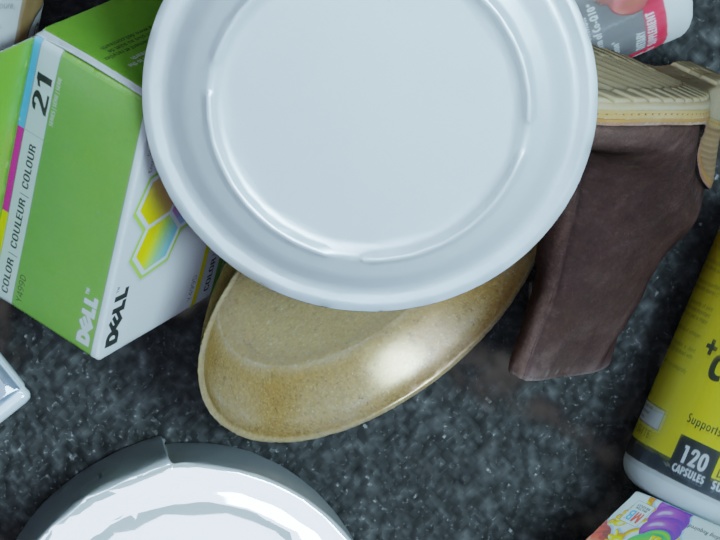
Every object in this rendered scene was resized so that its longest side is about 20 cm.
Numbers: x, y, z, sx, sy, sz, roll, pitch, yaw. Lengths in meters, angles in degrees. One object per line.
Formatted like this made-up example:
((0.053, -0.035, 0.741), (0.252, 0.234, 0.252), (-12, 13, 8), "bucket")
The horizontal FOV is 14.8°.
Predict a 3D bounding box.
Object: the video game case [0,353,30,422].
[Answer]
((-0.289, 0.052, 1.311), (0.200, 0.023, 0.182), (-39, 95, -6), "video game case")

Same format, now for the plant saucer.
((0.000, 0.000, 1.350), (0.200, 0.200, 0.035), (-38, 57, -2), "plant saucer")

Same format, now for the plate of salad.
((0.004, -0.078, 1.222), (0.200, 0.048, 0.201), (1, 111, 1), "plate of salad")

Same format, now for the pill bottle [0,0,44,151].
((-0.197, -0.161, 1.276), (0.114, 0.114, 0.200), (10, 105, -9), "pill bottle")

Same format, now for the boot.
((0.112, -0.020, 1.330), (0.072, 0.200, 0.167), (28, 104, 23), "boot")

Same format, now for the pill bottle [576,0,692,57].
((0.051, -0.129, 1.353), (0.200, 0.111, 0.111), (-23, 99, -4), "pill bottle")

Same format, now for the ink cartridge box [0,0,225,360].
((-0.135, -0.031, 1.273), (0.076, 0.200, 0.148), (30, 125, 21), "ink cartridge box")

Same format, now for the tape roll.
((-0.087, 0.188, 1.393), (0.202, 0.071, 0.203), (-1, 97, -7), "tape roll")

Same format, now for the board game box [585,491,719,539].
((0.173, 0.225, 1.371), (0.103, 0.105, 0.200), (-42, 123, -19), "board game box")

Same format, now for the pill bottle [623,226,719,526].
((0.218, 0.033, 1.393), (0.112, 0.112, 0.200), (22, 94, -9), "pill bottle")
